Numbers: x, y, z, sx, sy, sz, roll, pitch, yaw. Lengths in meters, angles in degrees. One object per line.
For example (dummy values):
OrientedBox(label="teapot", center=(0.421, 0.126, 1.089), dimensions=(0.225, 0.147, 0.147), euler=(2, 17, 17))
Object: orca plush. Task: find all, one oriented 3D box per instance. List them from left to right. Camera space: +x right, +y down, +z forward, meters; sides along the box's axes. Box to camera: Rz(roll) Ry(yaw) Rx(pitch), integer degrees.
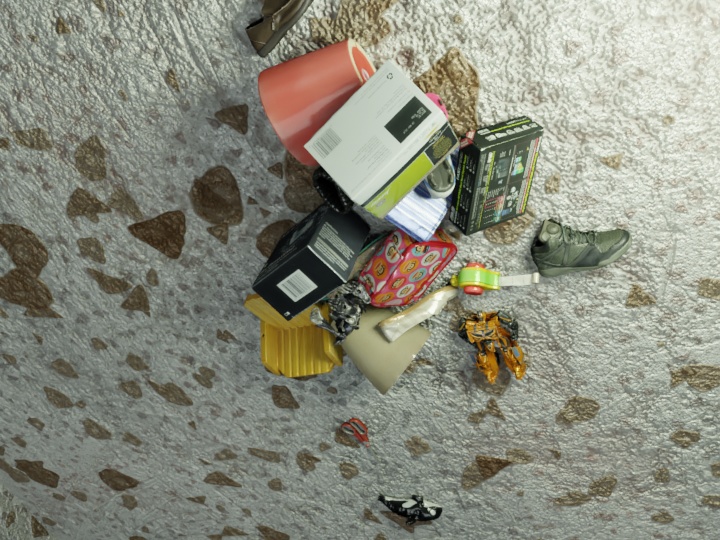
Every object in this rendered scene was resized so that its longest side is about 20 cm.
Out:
OrientedBox(label="orca plush", center=(0.146, 0.736, 2.193), dimensions=(0.200, 0.071, 0.105), euler=(18, 132, 2))

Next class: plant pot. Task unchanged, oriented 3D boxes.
OrientedBox(label="plant pot", center=(-0.059, -0.316, 1.311), dimensions=(0.177, 0.201, 0.201), euler=(-24, 119, 21))
OrientedBox(label="plant pot", center=(0.033, 0.158, 1.692), dimensions=(0.200, 0.187, 0.187), euler=(38, 131, 5))

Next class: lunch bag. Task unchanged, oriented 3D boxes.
OrientedBox(label="lunch bag", center=(0.108, -0.009, 1.536), dimensions=(0.176, 0.082, 0.200), euler=(2, 137, -43))

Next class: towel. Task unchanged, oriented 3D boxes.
OrientedBox(label="towel", center=(0.120, -0.171, 1.396), dimensions=(0.145, 0.024, 0.200), euler=(33, 88, -10))

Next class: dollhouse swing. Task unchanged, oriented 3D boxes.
OrientedBox(label="dollhouse swing", center=(-0.172, 0.154, 1.733), dimensions=(0.200, 0.182, 0.176), euler=(-11, 162, 25))

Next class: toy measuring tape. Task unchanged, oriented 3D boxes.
OrientedBox(label="toy measuring tape", center=(0.277, 0.017, 1.535), dimensions=(0.200, 0.074, 0.074), euler=(-4, 129, 37))

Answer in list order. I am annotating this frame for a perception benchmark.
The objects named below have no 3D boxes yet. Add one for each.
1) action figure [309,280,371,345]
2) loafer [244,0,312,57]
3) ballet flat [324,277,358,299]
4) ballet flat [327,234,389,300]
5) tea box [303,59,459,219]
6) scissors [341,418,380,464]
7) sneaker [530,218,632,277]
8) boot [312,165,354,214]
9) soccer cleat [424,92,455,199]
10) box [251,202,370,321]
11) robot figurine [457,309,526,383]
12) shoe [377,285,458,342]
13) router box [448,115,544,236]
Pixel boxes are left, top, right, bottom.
OrientedBox(label="action figure", center=(-0.039, 0.085, 1.539), dimensions=(0.102, 0.119, 0.200), euler=(37, 157, 7))
OrientedBox(label="loafer", center=(-0.143, -0.464, 1.278), dimensions=(0.071, 0.073, 0.200), euler=(39, 129, -17))
OrientedBox(label="ballet flat", center=(-0.022, 0.020, 1.654), dimensions=(0.200, 0.071, 0.065), euler=(-13, 108, 22))
OrientedBox(label="ballet flat", center=(0.000, 0.000, 1.593), dimensions=(0.200, 0.068, 0.067), euler=(-36, 80, 16))
OrientedBox(label="tea box", center=(0.042, -0.213, 1.221), dimensions=(0.200, 0.197, 0.134), euler=(-44, 74, 7))
OrientedBox(label="scissors", center=(0.021, 0.495, 2.069), dimensions=(0.073, 0.014, 0.200), euler=(-27, 115, 31))
OrientedBox(label="sneaker", center=(0.431, -0.057, 1.435), dimensions=(0.199, 0.076, 0.114), euler=(-14, 130, 33))
OrientedBox(label="boot", center=(0.013, -0.163, 1.419), dimensions=(0.211, 0.158, 0.079), euler=(38, 142, -13))
OrientedBox(label="soccer cleat", center=(0.133, -0.229, 1.349), dimensions=(0.070, 0.201, 0.086), euler=(-6, 169, -3))
OrientedBox(label="box", center=(-0.105, -0.028, 1.546), dimensions=(0.117, 0.200, 0.197), euler=(44, 128, -16))
OrientedBox(label="robot figurine", center=(0.311, 0.175, 1.678), dimensions=(0.145, 0.058, 0.200), euler=(-14, 124, 26))
OrientedBox(label="shoe", center=(0.137, 0.095, 1.610), dimensions=(0.200, 0.070, 0.053), euler=(-28, 82, -6))
OrientedBox(label="router box", center=(0.252, -0.177, 1.346), dimensions=(0.150, 0.062, 0.200), euler=(-19, 136, -24))
